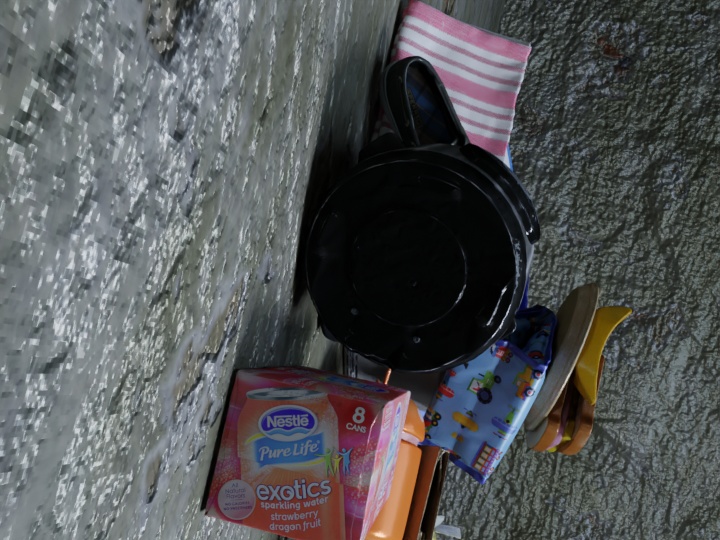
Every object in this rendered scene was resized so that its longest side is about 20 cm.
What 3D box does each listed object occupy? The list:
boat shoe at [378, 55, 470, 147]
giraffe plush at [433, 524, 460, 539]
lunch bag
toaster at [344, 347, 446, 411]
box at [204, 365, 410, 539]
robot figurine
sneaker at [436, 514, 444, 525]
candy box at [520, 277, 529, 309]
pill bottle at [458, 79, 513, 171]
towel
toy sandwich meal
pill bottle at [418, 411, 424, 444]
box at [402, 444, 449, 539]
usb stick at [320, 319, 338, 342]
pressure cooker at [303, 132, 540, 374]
[{"bbox_3d":[0.076,-0.111,0.737,0.200,0.069,0.057,63,-14,-7],"label":"boat shoe"},{"bbox_3d":[0.044,0.451,1.307,0.162,0.200,0.173,-49,-166,35],"label":"giraffe plush"},{"bbox_3d":[0.164,0.123,0.869,0.200,0.094,0.151,-18,135,-62],"label":"lunch bag"},{"bbox_3d":[0.054,0.076,0.890,0.200,0.129,0.114,91,14,-49],"label":"toaster"},{"bbox_3d":[-0.026,0.127,0.560,0.200,0.102,0.095,36,66,-79],"label":"box"},{"bbox_3d":[0.000,0.199,0.765,0.144,0.116,0.200,35,63,-45],"label":"robot figurine"},{"bbox_3d":[0.051,0.258,0.964,0.092,0.076,0.200,-26,116,-25],"label":"sneaker"},{"bbox_3d":[0.124,0.034,1.045,0.169,0.200,0.077,-58,158,-64],"label":"candy box"},{"bbox_3d":[0.109,-0.158,0.868,0.112,0.112,0.200,-43,123,-74],"label":"pill bottle"},{"bbox_3d":[0.092,-0.162,0.783,0.030,0.146,0.200,169,-65,-73],"label":"towel"},{"bbox_3d":[0.244,0.112,0.871,0.205,0.070,0.205,25,90,-83],"label":"toy sandwich meal"},{"bbox_3d":[0.041,0.211,1.042,0.112,0.112,0.200,-14,115,-80],"label":"pill bottle"},{"bbox_3d":[0.011,0.268,0.837,0.200,0.021,0.164,-12,-121,56],"label":"box"},{"bbox_3d":[0.000,0.000,0.771,0.200,0.033,0.056,-64,163,-58],"label":"usb stick"},{"bbox_3d":[0.057,-0.022,0.643,0.200,0.178,0.176,-34,135,-72],"label":"pressure cooker"}]
